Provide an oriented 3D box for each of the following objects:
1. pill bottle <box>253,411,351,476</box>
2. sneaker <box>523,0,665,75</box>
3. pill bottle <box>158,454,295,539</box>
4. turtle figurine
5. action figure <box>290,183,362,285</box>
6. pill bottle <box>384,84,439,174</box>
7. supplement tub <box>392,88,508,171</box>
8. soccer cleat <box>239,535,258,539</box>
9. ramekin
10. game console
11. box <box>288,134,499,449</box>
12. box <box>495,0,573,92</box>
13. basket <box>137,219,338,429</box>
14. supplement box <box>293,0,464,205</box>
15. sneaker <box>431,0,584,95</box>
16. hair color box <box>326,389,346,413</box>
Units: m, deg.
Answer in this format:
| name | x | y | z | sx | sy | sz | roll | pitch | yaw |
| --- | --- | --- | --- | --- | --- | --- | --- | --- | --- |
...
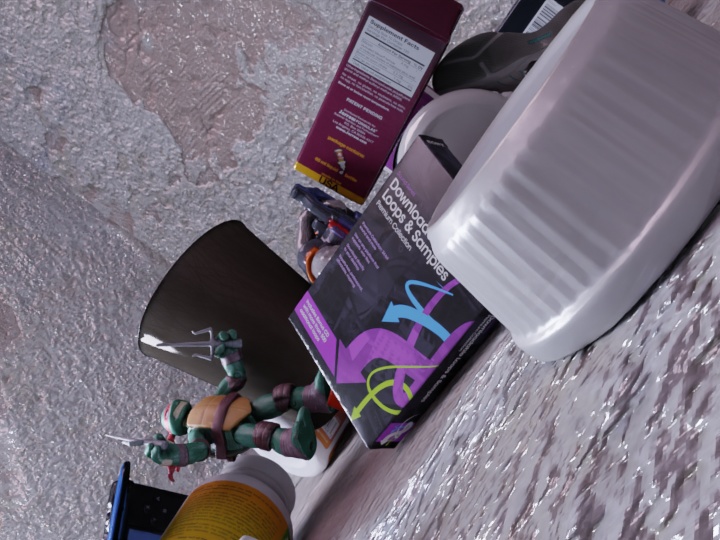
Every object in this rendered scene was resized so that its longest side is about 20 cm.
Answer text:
| name | x | y | z | sx | sy | sz | roll | pitch | yaw |
| --- | --- | --- | --- | --- | --- | --- | --- | --- | --- |
| pill bottle | -0.044 | 0.127 | 1.091 | 0.201 | 0.112 | 0.112 | -56 | 2 | -35 |
| sneaker | 0.185 | -0.168 | 0.795 | 0.200 | 0.083 | 0.071 | -54 | -17 | 13 |
| pill bottle | -0.125 | 0.256 | 0.854 | 0.111 | 0.111 | 0.200 | -54 | 2 | 26 |
| turtle figurine | -0.128 | 0.131 | 0.884 | 0.101 | 0.198 | 0.151 | 66 | -151 | -47 |
| action figure | 0.000 | 0.000 | 0.986 | 0.105 | 0.199 | 0.193 | -56 | -6 | 8 |
| pill bottle | 0.088 | -0.143 | 1.116 | 0.113 | 0.199 | 0.112 | -53 | 1 | 2 |
| supplement tub | 0.103 | -0.103 | 0.958 | 0.141 | 0.140 | 0.200 | -54 | 2 | 3 |
| soccer cleat | -0.095 | 0.251 | 0.569 | 0.201 | 0.086 | 0.070 | -55 | 2 | 2 |
| ramekin | 0.117 | -0.058 | 0.509 | 0.203 | 0.094 | 0.202 | -55 | 1 | 2 |
| game console | -0.189 | 0.293 | 0.858 | 0.118 | 0.170 | 0.202 | -17 | 59 | 43 |
| box | 0.034 | 0.018 | 0.726 | 0.036 | 0.143 | 0.201 | 8 | -53 | -46 |
| box | 0.287 | -0.375 | 1.436 | 0.201 | 0.123 | 0.197 | -54 | 0 | 22 |
| basket | -0.101 | 0.067 | 0.987 | 0.181 | 0.199 | 0.137 | -50 | -22 | -24 |
| supplement box | 0.018 | -0.184 | 0.951 | 0.201 | 0.085 | 0.111 | -61 | 3 | 35 |
| sneaker | 0.170 | -0.202 | 0.944 | 0.198 | 0.080 | 0.071 | -14 | 49 | 18 |
| hair color box | 0.032 | 0.028 | 0.851 | 0.102 | 0.061 | 0.202 | -58 | -14 | -63 |
